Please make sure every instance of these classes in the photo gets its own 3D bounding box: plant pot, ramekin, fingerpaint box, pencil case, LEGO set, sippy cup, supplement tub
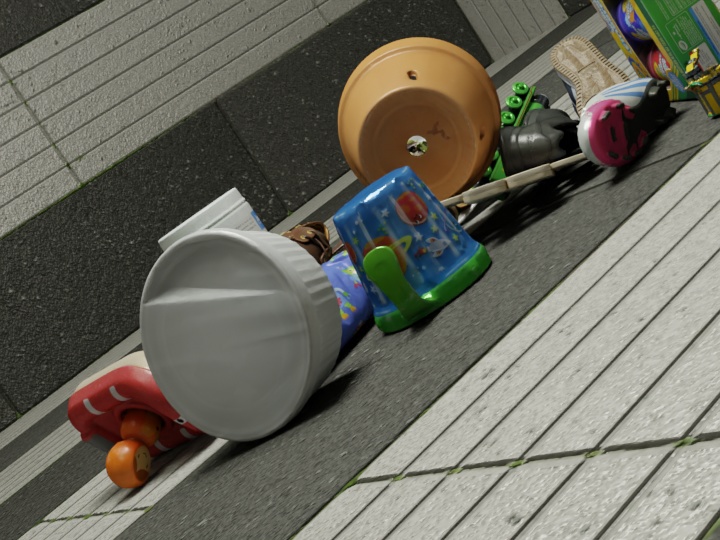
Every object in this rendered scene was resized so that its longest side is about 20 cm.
[{"bbox_3d":[0.066,-0.159,1.444,0.199,0.201,0.140,-32,13,14],"label":"plant pot"},{"bbox_3d":[-0.108,0.053,1.202,0.201,0.204,0.094,-30,-3,31],"label":"ramekin"},{"bbox_3d":[0.331,-0.293,1.405,0.073,0.201,0.167,-34,8,0],"label":"fingerpaint box"},{"bbox_3d":[-0.040,0.045,1.344,0.078,0.087,0.200,-55,-6,34],"label":"pencil case"},{"bbox_3d":[0.389,-0.253,1.223,0.200,0.116,0.153,-39,9,-35],"label":"LEGO set"},{"bbox_3d":[0.043,-0.028,1.267,0.139,0.131,0.178,-36,7,-15],"label":"sippy cup"},{"bbox_3d":[-0.160,0.008,1.643,0.131,0.201,0.132,-33,8,5],"label":"supplement tub"}]

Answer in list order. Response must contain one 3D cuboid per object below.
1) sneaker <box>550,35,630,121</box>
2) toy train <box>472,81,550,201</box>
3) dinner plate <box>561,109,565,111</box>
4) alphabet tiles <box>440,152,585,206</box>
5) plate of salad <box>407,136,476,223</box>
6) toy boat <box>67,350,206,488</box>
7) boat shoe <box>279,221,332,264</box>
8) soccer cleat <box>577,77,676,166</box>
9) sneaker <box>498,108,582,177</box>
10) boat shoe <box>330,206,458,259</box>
[{"bbox_3d":[0.296,-0.192,1.489,0.070,0.109,0.201,-30,38,10],"label":"sneaker"},{"bbox_3d":[0.194,-0.167,1.588,0.042,0.056,0.201,97,-163,-52],"label":"toy train"},{"bbox_3d":[0.216,-0.169,1.804,0.199,0.024,0.200,-35,7,5],"label":"dinner plate"},{"bbox_3d":[0.170,-0.096,1.394,0.194,0.015,0.200,-18,0,11],"label":"alphabet tiles"},{"bbox_3d":[0.083,-0.123,1.642,0.199,0.048,0.202,-21,52,29],"label":"plate of salad"},{"bbox_3d":[-0.242,0.177,1.366,0.199,0.130,0.132,-29,40,41],"label":"toy boat"},{"bbox_3d":[-0.073,-0.026,1.574,0.067,0.072,0.200,-36,10,8],"label":"boat shoe"},{"bbox_3d":[0.261,-0.151,1.308,0.086,0.071,0.200,-7,15,38],"label":"soccer cleat"},{"bbox_3d":[0.236,-0.156,1.511,0.090,0.077,0.200,-6,16,26],"label":"sneaker"},{"bbox_3d":[0.029,-0.032,1.571,0.199,0.071,0.070,-31,4,27],"label":"boat shoe"}]
